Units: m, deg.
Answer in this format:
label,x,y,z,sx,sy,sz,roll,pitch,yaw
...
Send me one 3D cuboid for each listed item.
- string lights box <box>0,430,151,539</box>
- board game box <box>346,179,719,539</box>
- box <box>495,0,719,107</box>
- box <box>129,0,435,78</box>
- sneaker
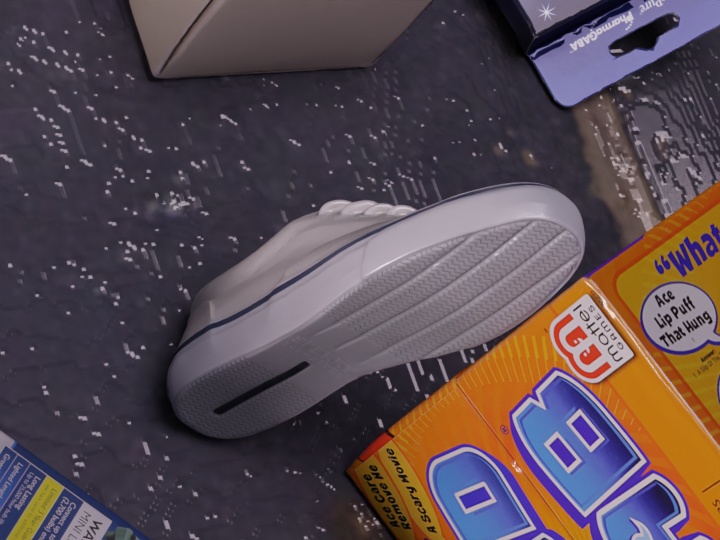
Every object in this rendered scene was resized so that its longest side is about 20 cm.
label,x,y,z,sx,sy,sz,roll,pitch,yaw
string lights box,-0.105,0.154,0.960,0.200,0.059,0.103,37,50,-9
board game box,0.161,0.081,1.070,0.200,0.200,0.200,-33,84,-39
box,0.101,-0.194,1.268,0.121,0.032,0.200,-29,81,-13
box,-0.050,-0.201,1.160,0.128,0.109,0.200,-6,68,-34
sneaker,0.000,0.000,1.028,0.073,0.200,0.071,40,37,-42
